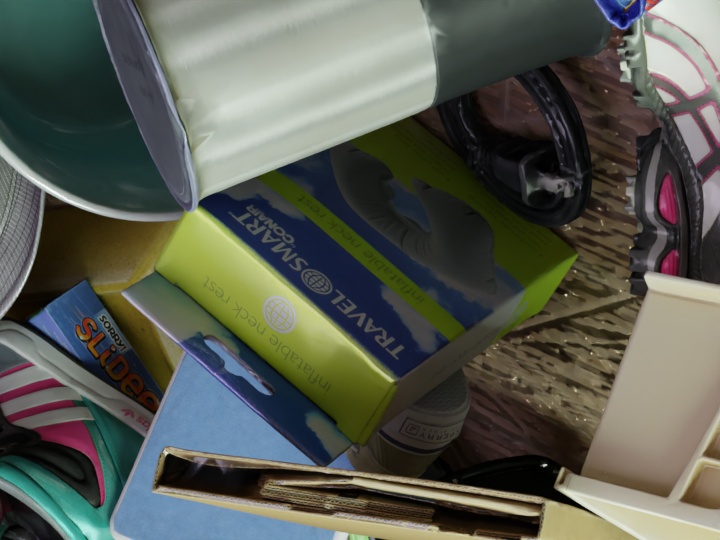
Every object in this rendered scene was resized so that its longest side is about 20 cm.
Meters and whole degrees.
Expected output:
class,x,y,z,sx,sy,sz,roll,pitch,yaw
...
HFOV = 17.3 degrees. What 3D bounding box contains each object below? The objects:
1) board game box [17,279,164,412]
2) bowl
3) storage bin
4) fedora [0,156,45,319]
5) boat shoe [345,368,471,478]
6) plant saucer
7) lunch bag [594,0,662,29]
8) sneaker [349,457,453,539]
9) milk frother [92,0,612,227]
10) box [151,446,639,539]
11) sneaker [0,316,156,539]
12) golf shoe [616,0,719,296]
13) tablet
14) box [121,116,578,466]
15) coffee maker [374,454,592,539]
class,x,y,z,sx,sy,sz,roll,pitch,yaw
board game box,-0.140,0.115,1.315,0.135,0.034,0.200,-28,98,49
bowl,-0.114,-0.122,1.093,0.201,0.201,0.105,63,158,-13
storage bin,0.217,0.092,0.919,0.198,0.094,0.200,13,167,37
fedora,-0.250,-0.056,1.246,0.177,0.090,0.201,-25,58,37
boat shoe,-0.012,0.017,1.113,0.062,0.072,0.200,-58,39,33
plant saucer,-0.128,0.061,1.329,0.200,0.048,0.200,-7,113,45
lunch bag,0.085,-0.212,0.850,0.200,0.150,0.094,46,140,6
sneaker,0.028,0.113,1.218,0.084,0.077,0.200,-3,120,24
milk frother,0.000,-0.078,0.997,0.180,0.188,0.201,-144,34,-71
box,0.027,0.102,0.982,0.163,0.200,0.021,6,82,21
sneaker,-0.193,0.100,1.232,0.200,0.121,0.084,26,132,27
golf shoe,0.150,-0.080,0.966,0.088,0.077,0.201,0,120,14
tablet,-0.037,0.060,1.160,0.130,0.200,0.014,18,171,32
box,0.000,0.000,1.045,0.122,0.200,0.048,40,123,13
coffee maker,0.079,0.224,1.128,0.134,0.192,0.200,-5,129,-6
